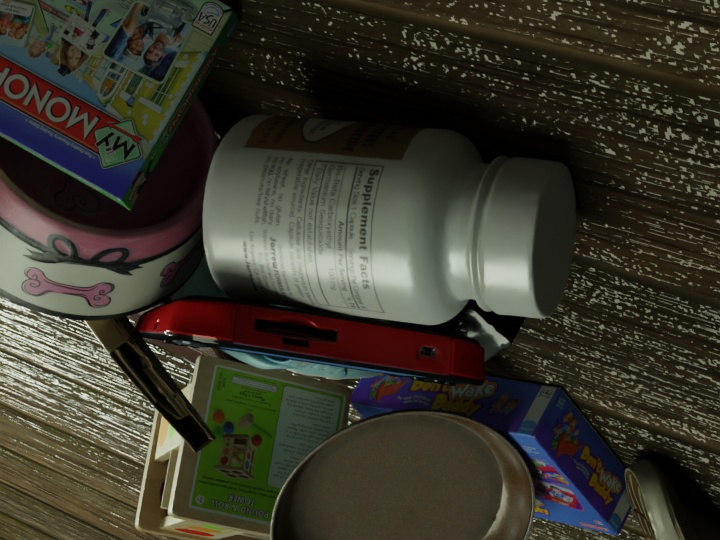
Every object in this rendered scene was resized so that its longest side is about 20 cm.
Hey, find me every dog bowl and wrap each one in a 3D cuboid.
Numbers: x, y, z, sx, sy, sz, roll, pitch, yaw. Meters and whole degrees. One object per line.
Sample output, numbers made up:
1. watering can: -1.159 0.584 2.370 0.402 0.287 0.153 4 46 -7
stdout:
1. dog bowl: -0.180 -0.072 1.079 0.200 0.200 0.074 34 140 -3

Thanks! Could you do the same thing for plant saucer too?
1. plant saucer: 0.030 0.179 1.238 0.200 0.200 0.032 46 -167 -29

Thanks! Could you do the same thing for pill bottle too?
1. pill bottle: 0.019 -0.028 0.973 0.199 0.115 0.115 7 149 22

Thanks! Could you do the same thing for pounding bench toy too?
1. pounding bench toy: -0.064 0.162 1.346 0.199 0.125 0.156 14 163 -16

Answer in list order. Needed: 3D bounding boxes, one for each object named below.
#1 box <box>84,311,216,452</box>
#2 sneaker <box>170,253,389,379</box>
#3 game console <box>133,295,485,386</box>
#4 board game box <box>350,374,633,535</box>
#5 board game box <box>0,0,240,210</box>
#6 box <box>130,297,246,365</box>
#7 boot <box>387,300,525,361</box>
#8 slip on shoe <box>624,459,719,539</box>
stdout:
1. box: -0.186 0.026 1.180 0.200 0.021 0.164 48 173 34
2. sneaker: -0.046 0.051 1.201 0.199 0.074 0.082 17 -157 -32
3. game console: -0.034 0.049 1.049 0.199 0.031 0.177 10 171 -16
4. board game box: 0.103 0.136 1.303 0.199 0.045 0.135 6 145 47
5. board game box: -0.191 -0.143 1.006 0.199 0.135 0.029 29 174 8
6. box: -0.138 0.008 1.299 0.100 0.075 0.200 24 160 20
7. boot: 0.000 0.000 1.150 0.200 0.066 0.165 34 159 -15
8. slip on shoe: 0.256 0.214 1.252 0.201 0.060 0.076 62 -178 -24
